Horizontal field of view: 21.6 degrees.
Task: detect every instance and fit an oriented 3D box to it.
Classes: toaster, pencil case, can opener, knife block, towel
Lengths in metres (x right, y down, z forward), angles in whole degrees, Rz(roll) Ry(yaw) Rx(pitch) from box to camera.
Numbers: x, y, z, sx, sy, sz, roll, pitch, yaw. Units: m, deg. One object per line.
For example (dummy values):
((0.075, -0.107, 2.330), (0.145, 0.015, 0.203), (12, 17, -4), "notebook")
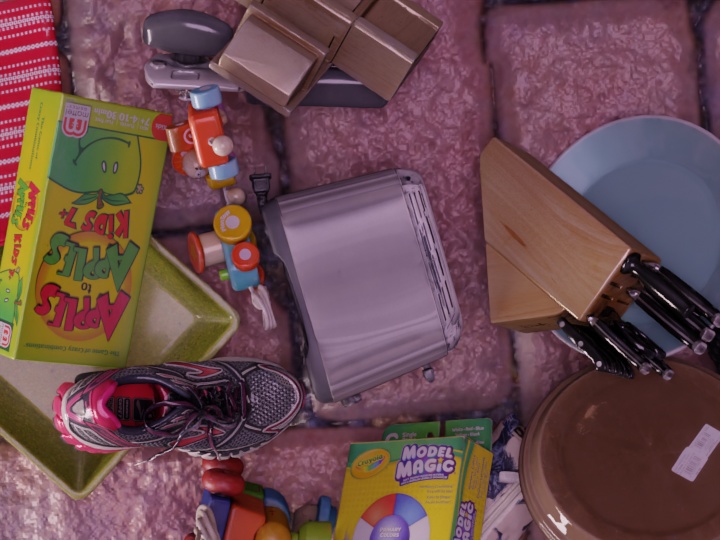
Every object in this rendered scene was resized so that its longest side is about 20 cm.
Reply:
((0.000, 0.000, 1.479), (0.129, 0.114, 0.200), (-16, 92, -3), "toaster")
((0.088, 0.211, 1.503), (0.078, 0.089, 0.200), (39, 94, 12), "pencil case")
((-0.075, -0.162, 1.489), (0.199, 0.053, 0.067), (6, 125, -3), "can opener")
((0.186, -0.013, 1.443), (0.175, 0.064, 0.200), (-10, 76, 29), "knife block")
((-0.302, -0.111, 1.482), (0.144, 0.022, 0.201), (-8, 82, 10), "towel")

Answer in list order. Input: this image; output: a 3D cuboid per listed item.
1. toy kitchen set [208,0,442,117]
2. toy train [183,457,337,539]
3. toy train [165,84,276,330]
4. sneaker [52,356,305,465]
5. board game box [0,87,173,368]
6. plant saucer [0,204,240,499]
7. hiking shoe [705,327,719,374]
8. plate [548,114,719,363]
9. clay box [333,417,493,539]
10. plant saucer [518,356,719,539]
((-0.028, -0.237, 1.397), (0.200, 0.163, 0.181), (33, 130, 0), "toy kitchen set")
((-0.073, 0.204, 1.449), (0.115, 0.200, 0.085), (13, 94, -6), "toy train")
((-0.115, -0.053, 1.444), (0.055, 0.150, 0.200), (-13, 114, -3), "toy train")
((-0.130, 0.107, 1.437), (0.200, 0.075, 0.081), (-5, 83, -31), "sneaker")
((-0.213, -0.030, 1.432), (0.101, 0.048, 0.200), (8, 95, -41), "board game box")
((-0.230, 0.045, 1.511), (0.200, 0.048, 0.200), (42, 93, -3), "plant saucer")
((0.328, -0.006, 1.487), (0.100, 0.076, 0.200), (8, 81, -7), "hiking shoe")
((0.220, -0.024, 1.482), (0.200, 0.026, 0.201), (-9, 72, 30), "plate")
((0.036, 0.206, 1.462), (0.115, 0.048, 0.200), (-8, 63, 37), "clay box")
((0.219, 0.144, 1.425), (0.200, 0.029, 0.200), (-2, 54, 3), "plant saucer")
